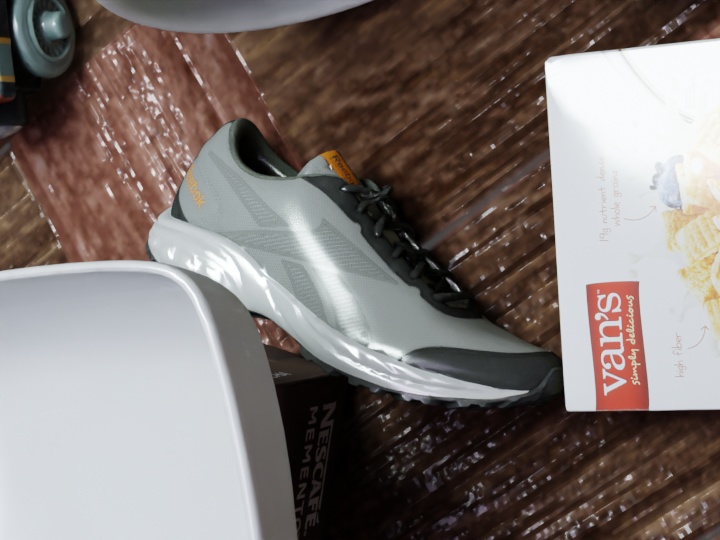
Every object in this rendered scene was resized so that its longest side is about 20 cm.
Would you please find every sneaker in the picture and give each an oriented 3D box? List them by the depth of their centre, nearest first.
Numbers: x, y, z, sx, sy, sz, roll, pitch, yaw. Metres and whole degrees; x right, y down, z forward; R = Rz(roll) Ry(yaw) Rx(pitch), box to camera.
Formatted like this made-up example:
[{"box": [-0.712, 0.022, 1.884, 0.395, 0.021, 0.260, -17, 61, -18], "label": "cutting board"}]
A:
[{"box": [0.000, 0.000, 0.840, 0.200, 0.074, 0.079, 28, 100, 24], "label": "sneaker"}]

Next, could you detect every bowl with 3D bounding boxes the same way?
[{"box": [-0.108, 0.099, 0.774, 0.199, 0.075, 0.200, -8, 88, 28], "label": "bowl"}]

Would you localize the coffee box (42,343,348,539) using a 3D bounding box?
[{"box": [-0.077, 0.134, 0.864, 0.080, 0.113, 0.200, 13, 98, 27], "label": "coffee box"}]

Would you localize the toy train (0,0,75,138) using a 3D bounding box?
[{"box": [-0.193, -0.159, 0.909, 0.085, 0.114, 0.200, -6, 90, 29], "label": "toy train"}]

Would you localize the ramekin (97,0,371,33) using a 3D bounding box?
[{"box": [-0.028, -0.186, 0.777, 0.200, 0.200, 0.105, -29, 70, 26], "label": "ramekin"}]

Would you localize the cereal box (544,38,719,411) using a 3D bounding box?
[{"box": [0.170, -0.019, 0.763, 0.200, 0.040, 0.144, -4, 90, 28], "label": "cereal box"}]
